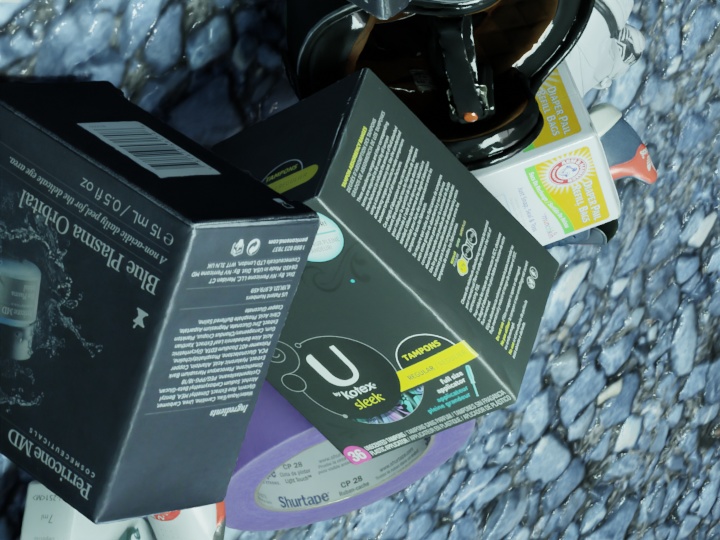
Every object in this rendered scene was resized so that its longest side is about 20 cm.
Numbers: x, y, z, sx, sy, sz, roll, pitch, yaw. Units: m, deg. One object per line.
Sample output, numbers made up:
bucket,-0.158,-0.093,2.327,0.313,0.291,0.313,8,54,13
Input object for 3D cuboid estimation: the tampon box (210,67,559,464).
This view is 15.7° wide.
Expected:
tampon box,0.000,0.000,1.674,0.200,0.150,0.126,44,43,-24

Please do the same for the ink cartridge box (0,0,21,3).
ink cartridge box,-0.266,-0.203,1.259,0.146,0.200,0.083,-4,119,-52

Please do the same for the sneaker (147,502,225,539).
sneaker,-0.155,0.119,1.763,0.108,0.067,0.202,-17,107,-46

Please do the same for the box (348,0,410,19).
box,0.006,-0.279,1.564,0.197,0.200,0.117,-39,143,-29

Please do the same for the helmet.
helmet,0.052,-0.176,1.717,0.191,0.200,0.200,-73,166,-47

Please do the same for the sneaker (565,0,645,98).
sneaker,0.152,-0.155,1.953,0.115,0.075,0.200,-56,167,-5

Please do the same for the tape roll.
tape roll,-0.025,0.105,1.859,0.200,0.085,0.200,-19,157,-8

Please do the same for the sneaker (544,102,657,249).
sneaker,0.144,-0.036,2.000,0.200,0.085,0.075,-42,-179,26

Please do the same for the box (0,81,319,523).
box,-0.157,0.016,1.576,0.117,0.197,0.200,-6,121,-51

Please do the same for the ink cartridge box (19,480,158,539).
ink cartridge box,-0.181,0.252,1.786,0.200,0.044,0.174,44,48,-63

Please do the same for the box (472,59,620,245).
box,0.066,-0.071,1.819,0.200,0.113,0.101,-20,143,4
